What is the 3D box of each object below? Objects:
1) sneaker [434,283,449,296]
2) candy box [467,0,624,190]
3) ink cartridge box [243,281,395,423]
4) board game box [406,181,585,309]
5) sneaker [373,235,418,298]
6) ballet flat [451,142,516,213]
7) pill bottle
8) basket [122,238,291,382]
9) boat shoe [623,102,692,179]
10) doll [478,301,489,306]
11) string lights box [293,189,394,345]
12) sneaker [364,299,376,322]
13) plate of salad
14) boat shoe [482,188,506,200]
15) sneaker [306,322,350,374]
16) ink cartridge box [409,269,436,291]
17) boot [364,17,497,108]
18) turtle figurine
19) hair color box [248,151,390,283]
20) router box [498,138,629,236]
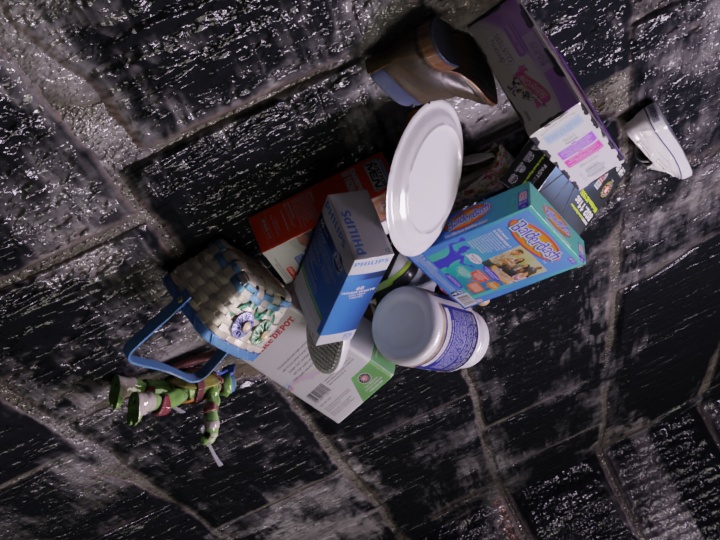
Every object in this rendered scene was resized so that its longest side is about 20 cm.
[{"bbox_3d":[0.146,0.012,1.733,0.095,0.080,0.199,-35,158,21],"label":"sneaker"},{"bbox_3d":[0.225,-0.208,1.360,0.071,0.169,0.200,-32,154,16],"label":"candy box"},{"bbox_3d":[-0.064,0.117,1.709,0.199,0.084,0.145,35,126,-16],"label":"ink cartridge box"},{"bbox_3d":[0.185,-0.030,1.553,0.199,0.045,0.152,-22,136,31],"label":"board game box"},{"bbox_3d":[0.000,0.000,1.702,0.199,0.072,0.083,-27,114,35],"label":"sneaker"},{"bbox_3d":[0.127,-0.118,1.585,0.199,0.076,0.064,-29,124,-1],"label":"ballet flat"},{"bbox_3d":[0.111,0.092,1.704,0.115,0.117,0.199,-35,155,22],"label":"pill bottle"},{"bbox_3d":[-0.207,0.067,1.535,0.200,0.140,0.176,-42,152,12],"label":"basket"},{"bbox_3d":[0.450,-0.184,1.724,0.065,0.073,0.200,-28,154,18],"label":"boat shoe"},{"bbox_3d":[0.130,0.063,1.866,0.136,0.049,0.199,-15,-177,45],"label":"doll"},{"bbox_3d":[-0.026,-0.001,1.465,0.058,0.104,0.201,-8,149,-24],"label":"string lights box"},{"bbox_3d":[-0.048,0.125,1.811,0.199,0.116,0.076,-31,159,12],"label":"sneaker"},{"bbox_3d":[0.076,-0.119,1.447,0.200,0.048,0.202,-36,134,-50],"label":"plate of salad"},{"bbox_3d":[0.239,-0.086,1.695,0.199,0.068,0.085,19,100,-58],"label":"boat shoe"},{"bbox_3d":[-0.025,0.045,1.614,0.073,0.203,0.082,5,-179,39],"label":"sneaker"},{"bbox_3d":[0.154,-0.027,1.785,0.198,0.048,0.160,-22,154,-2],"label":"ink cartridge box"},{"bbox_3d":[0.088,-0.232,1.335,0.096,0.076,0.199,-16,159,26],"label":"boot"},{"bbox_3d":[-0.289,0.224,1.763,0.192,0.145,0.200,5,139,-40],"label":"turtle figurine"},{"bbox_3d":[-0.037,-0.068,1.520,0.198,0.064,0.111,-27,153,3],"label":"hair color box"},{"bbox_3d":[0.291,-0.135,1.598,0.150,0.062,0.200,-53,147,2],"label":"router box"}]
